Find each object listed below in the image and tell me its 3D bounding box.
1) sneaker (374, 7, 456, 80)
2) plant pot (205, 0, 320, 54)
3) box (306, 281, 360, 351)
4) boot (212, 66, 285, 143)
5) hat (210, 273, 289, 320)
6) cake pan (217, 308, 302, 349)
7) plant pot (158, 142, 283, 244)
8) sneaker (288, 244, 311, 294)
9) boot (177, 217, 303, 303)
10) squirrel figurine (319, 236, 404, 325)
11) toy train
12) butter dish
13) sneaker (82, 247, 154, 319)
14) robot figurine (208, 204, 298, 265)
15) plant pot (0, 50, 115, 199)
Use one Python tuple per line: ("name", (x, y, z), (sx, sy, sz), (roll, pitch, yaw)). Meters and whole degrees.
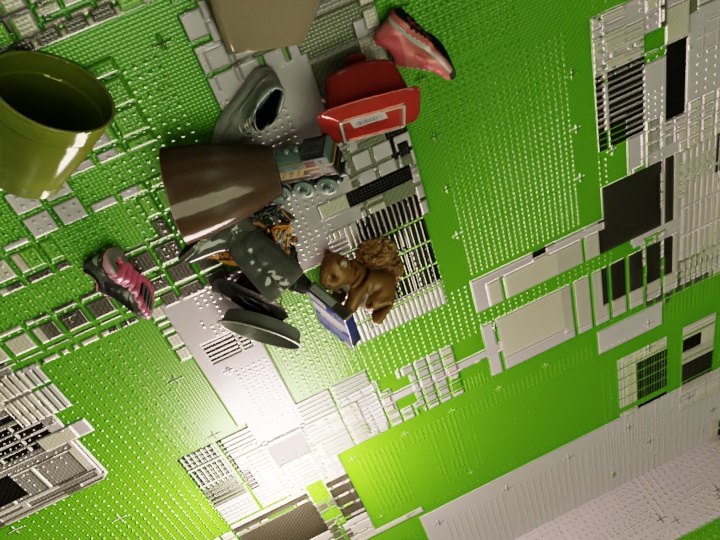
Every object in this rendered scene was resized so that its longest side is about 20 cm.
("sneaker", (0.106, -0.430, 1.561), (0.087, 0.074, 0.200), (-38, 131, 26))
("plant pot", (-0.173, -0.476, 1.306), (0.200, 0.200, 0.177), (-13, 144, -16))
("box", (-0.059, 0.110, 1.853), (0.032, 0.121, 0.200), (-45, 157, -16))
("boot", (-0.212, -0.284, 1.497), (0.074, 0.096, 0.200), (17, 118, -35))
("hat", (-0.229, 0.038, 1.738), (0.201, 0.200, 0.081), (41, 65, -42))
("cake pan", (-0.223, 0.132, 1.792), (0.200, 0.200, 0.037), (29, 71, -39))
("plant pot", (-0.253, -0.166, 1.493), (0.200, 0.187, 0.187), (-15, 132, -1))
("sneaker", (-0.163, -0.016, 1.757), (0.079, 0.075, 0.200), (-42, 133, 8))
("boot", (-0.241, -0.013, 1.606), (0.182, 0.073, 0.200), (-37, 112, 1))
("squirrel figurine", (0.000, 0.000, 1.831), (0.187, 0.142, 0.200), (38, 91, -31))
("toy train", (-0.121, -0.204, 1.580), (0.200, 0.085, 0.114), (-7, 141, 22))
("butter dish", (0.006, -0.346, 1.527), (0.200, 0.148, 0.199), (-15, 173, 1))
("sneaker", (-0.503, 0.033, 1.650), (0.095, 0.079, 0.200), (-13, 134, 14))
("robot figurine", (-0.228, -0.067, 1.655), (0.200, 0.058, 0.145), (3, 102, -11))
("plant pot", (-0.544, -0.230, 1.338), (0.200, 0.201, 0.193), (12, 133, -32))
